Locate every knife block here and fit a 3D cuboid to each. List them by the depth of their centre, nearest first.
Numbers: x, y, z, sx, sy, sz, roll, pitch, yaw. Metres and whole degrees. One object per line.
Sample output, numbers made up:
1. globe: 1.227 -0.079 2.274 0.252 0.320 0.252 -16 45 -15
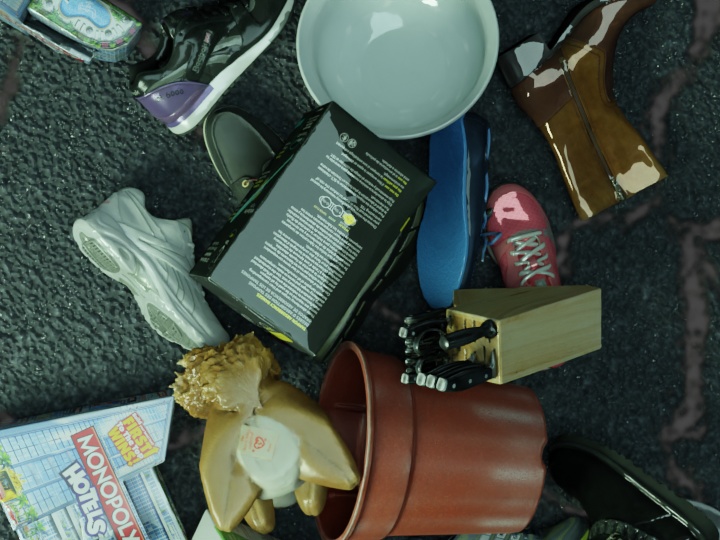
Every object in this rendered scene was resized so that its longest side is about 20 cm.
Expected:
1. knife block: 0.136 0.068 1.578 0.199 0.176 0.064 -1 105 2

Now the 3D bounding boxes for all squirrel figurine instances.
1. squirrel figurine: -0.097 0.153 1.626 0.141 0.187 0.201 -26 84 -1

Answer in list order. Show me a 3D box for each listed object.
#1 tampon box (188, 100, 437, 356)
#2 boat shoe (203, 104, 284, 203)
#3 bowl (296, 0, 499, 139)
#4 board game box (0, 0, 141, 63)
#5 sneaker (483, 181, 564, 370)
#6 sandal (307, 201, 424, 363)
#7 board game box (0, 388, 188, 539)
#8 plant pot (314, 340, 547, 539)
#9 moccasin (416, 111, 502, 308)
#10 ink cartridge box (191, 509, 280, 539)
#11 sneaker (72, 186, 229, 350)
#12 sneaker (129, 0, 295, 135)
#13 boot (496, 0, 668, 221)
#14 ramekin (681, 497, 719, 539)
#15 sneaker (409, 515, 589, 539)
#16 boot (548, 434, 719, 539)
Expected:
1. tampon box: -0.048 -0.038 1.575 0.126 0.150 0.200 37 84 -11
2. boat shoe: -0.088 -0.080 1.673 0.073 0.063 0.202 -33 96 -2
3. bowl: 0.039 -0.213 1.652 0.200 0.090 0.202 -1 76 5
4. board game box: -0.304 -0.255 1.555 0.199 0.200 0.062 32 89 -8
5. sneaker: 0.180 0.006 1.700 0.073 0.087 0.201 -16 95 -7
6. sandal: -0.001 0.000 1.683 0.057 0.080 0.201 35 86 17
7. board game box: -0.255 0.210 1.668 0.199 0.062 0.201 -25 96 -5
8. plant pot: 0.070 0.180 1.654 0.194 0.201 0.202 7 93 -16
9. moccasin: 0.108 -0.058 1.679 0.068 0.080 0.201 -5 109 -45
10. ink cartridge box: -0.070 0.325 1.646 0.199 0.145 0.084 25 90 -15
11. sneaker: -0.187 -0.003 1.659 0.200 0.078 0.099 50 63 -18
12. sneaker: -0.145 -0.234 1.634 0.087 0.076 0.200 40 87 -31
13. boot: 0.262 -0.178 1.709 0.188 0.068 0.201 -33 98 -5
14. ramekin: 0.336 0.344 1.739 0.201 0.094 0.204 -1 94 -8
15. sneaker: 0.141 0.285 1.722 0.199 0.074 0.081 -17 92 -8
16. boot: 0.234 0.267 1.664 0.158 0.211 0.080 -44 141 -19
